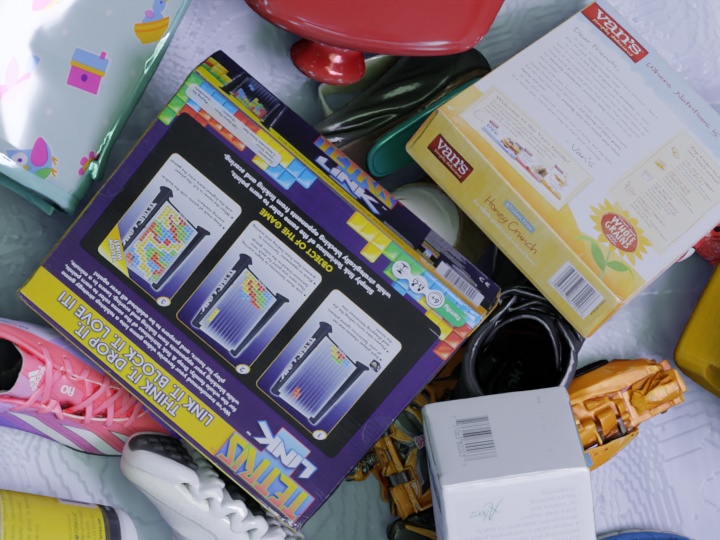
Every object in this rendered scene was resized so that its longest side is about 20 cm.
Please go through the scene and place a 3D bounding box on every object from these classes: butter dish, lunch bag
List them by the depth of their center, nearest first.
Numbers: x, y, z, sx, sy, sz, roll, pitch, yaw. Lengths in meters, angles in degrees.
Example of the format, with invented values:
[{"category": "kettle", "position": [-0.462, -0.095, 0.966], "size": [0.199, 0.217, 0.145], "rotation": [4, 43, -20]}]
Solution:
[{"category": "lunch bag", "position": [-0.197, -0.145, 1.594], "size": [0.199, 0.122, 0.171], "rotation": [30, 83, -9]}, {"category": "butter dish", "position": [-0.002, -0.172, 1.637], "size": [0.199, 0.200, 0.149], "rotation": [9, 113, -16]}]

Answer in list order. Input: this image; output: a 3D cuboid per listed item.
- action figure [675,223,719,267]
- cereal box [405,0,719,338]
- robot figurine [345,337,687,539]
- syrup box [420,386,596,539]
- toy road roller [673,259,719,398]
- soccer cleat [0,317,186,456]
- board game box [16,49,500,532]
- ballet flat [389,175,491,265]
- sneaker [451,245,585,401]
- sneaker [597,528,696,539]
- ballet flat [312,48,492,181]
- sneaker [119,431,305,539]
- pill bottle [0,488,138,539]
[{"category": "action figure", "position": [0.261, -0.049, 1.768], "size": [0.199, 0.052, 0.066], "rotation": [-24, 102, -12]}, {"category": "cereal box", "position": [0.129, -0.061, 1.654], "size": [0.144, 0.040, 0.200], "rotation": [47, 38, 7]}, {"category": "robot figurine", "position": [0.077, 0.071, 1.710], "size": [0.199, 0.058, 0.146], "rotation": [-26, 94, -14]}, {"category": "syrup box", "position": [0.084, 0.168, 1.590], "size": [0.081, 0.079, 0.201], "rotation": [-8, 121, -2]}, {"category": "toy road roller", "position": [0.270, 0.057, 1.737], "size": [0.146, 0.200, 0.123], "rotation": [26, 82, 27]}, {"category": "soccer cleat", "position": [-0.166, 0.061, 1.631], "size": [0.199, 0.073, 0.069], "rotation": [13, 87, -18]}, {"category": "board game box", "position": [-0.054, 0.012, 1.592], "size": [0.200, 0.057, 0.165], "rotation": [41, 112, -1]}, {"category": "ballet flat", "position": [0.000, 0.000, 1.673], "size": [0.200, 0.072, 0.068], "rotation": [-36, 67, -11]}, {"category": "sneaker", "position": [0.102, 0.013, 1.640], "size": [0.070, 0.099, 0.201], "rotation": [21, 71, -1]}, {"category": "sneaker", "position": [0.121, 0.202, 1.711], "size": [0.199, 0.089, 0.079], "rotation": [-15, 97, -15]}, {"category": "ballet flat", "position": [-0.015, -0.067, 1.677], "size": [0.200, 0.068, 0.068], "rotation": [-33, 59, -19]}, {"category": "sneaker", "position": [-0.065, 0.167, 1.660], "size": [0.081, 0.075, 0.200], "rotation": [-45, 114, 4]}, {"category": "pill bottle", "position": [-0.224, 0.167, 1.598], "size": [0.199, 0.112, 0.113], "rotation": [10, 89, -16]}]
